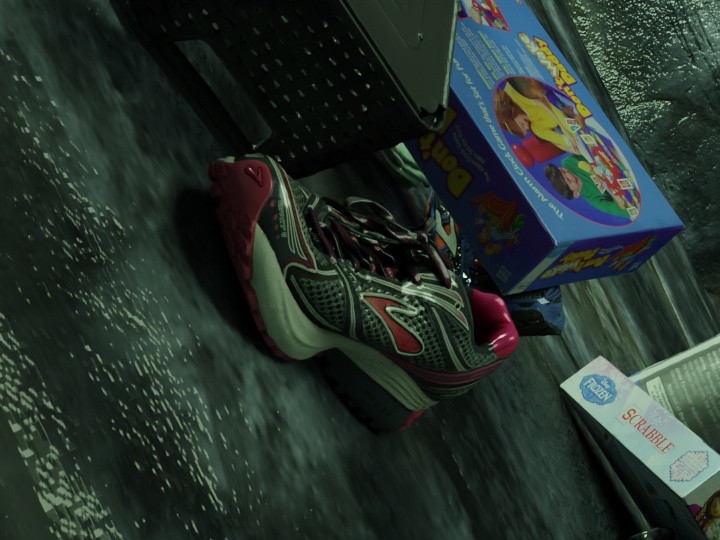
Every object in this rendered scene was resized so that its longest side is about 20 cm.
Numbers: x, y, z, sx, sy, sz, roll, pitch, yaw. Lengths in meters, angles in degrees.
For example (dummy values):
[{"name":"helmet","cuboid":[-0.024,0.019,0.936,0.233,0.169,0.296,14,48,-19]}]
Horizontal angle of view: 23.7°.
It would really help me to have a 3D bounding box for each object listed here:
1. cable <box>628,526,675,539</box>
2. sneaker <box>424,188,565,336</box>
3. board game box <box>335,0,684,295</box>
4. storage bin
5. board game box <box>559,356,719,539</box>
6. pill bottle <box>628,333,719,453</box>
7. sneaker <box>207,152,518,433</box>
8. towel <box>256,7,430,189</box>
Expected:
[{"name":"cable","cuboid":[0.220,0.236,1.091,0.164,0.051,0.200,55,3,12]},{"name":"sneaker","cuboid":[0.072,-0.025,0.992,0.200,0.075,0.079,-108,-163,-59]},{"name":"board game box","cuboid":[0.078,-0.086,0.956,0.134,0.045,0.201,-7,59,-50]},{"name":"storage bin","cuboid":[-0.024,-0.154,0.794,0.135,0.093,0.201,53,30,-36]},{"name":"board game box","cuboid":[0.237,0.175,1.191,0.200,0.041,0.200,56,-4,-24]},{"name":"pill bottle","cuboid":[0.327,0.104,1.445,0.114,0.199,0.114,56,16,-26]},{"name":"sneaker","cuboid":[0.000,0.000,0.734,0.200,0.074,0.081,40,27,-55]},{"name":"towel","cuboid":[-0.022,-0.152,1.025,0.200,0.023,0.153,47,21,-47]}]
